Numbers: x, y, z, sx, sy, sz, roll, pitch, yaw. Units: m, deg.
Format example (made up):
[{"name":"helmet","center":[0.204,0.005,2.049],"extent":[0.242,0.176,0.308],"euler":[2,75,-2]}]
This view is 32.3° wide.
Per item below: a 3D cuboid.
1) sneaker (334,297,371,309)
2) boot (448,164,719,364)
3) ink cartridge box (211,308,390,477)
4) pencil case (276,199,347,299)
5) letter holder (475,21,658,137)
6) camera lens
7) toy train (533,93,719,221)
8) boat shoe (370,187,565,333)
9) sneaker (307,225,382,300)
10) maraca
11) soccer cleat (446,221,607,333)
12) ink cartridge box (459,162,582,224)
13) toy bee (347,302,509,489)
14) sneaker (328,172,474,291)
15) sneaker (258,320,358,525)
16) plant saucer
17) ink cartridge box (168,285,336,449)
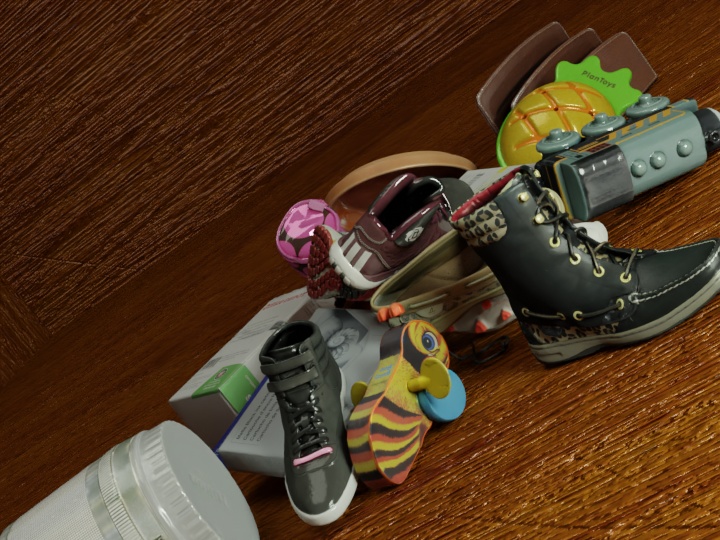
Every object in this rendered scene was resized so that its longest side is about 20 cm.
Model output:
[{"name":"sneaker","center":[-0.004,0.083,1.363],"extent":[0.201,0.082,0.078],"euler":[-54,38,-6]},{"name":"boot","center":[0.176,-0.017,0.977],"extent":[0.203,0.154,0.074],"euler":[-26,16,44]},{"name":"ink cartridge box","center":[-0.053,0.119,1.241],"extent":[0.199,0.041,0.200],"euler":[-3,41,43]},{"name":"pencil case","center":[-0.037,-0.023,1.552],"extent":[0.094,0.090,0.200],"euler":[-61,-21,-8]},{"name":"letter holder","center":[0.259,-0.234,1.577],"extent":[0.200,0.143,0.100],"euler":[-45,14,-31]},{"name":"camera lens","center":[-0.210,0.249,1.101],"extent":[0.199,0.160,0.160],"euler":[-37,12,6]},{"name":"toy train","center":[0.260,-0.111,1.211],"extent":[0.199,0.086,0.114],"euler":[-22,19,-13]},{"name":"boat shoe","center":[0.099,-0.009,1.139],"extent":[0.200,0.063,0.074],"euler":[-41,46,14]},{"name":"sneaker","center":[0.000,0.000,1.300],"extent":[0.200,0.082,0.079],"euler":[-159,76,-64]},{"name":"maraca","center":[0.240,-0.170,1.437],"extent":[0.200,0.137,0.107],"euler":[-52,-25,-20]},{"name":"soccer cleat","center":[0.150,0.008,1.195],"extent":[0.199,0.070,0.078],"euler":[-22,14,32]},{"name":"ink cartridge box","center":[0.131,-0.040,1.368],"extent":[0.145,0.084,0.200],"euler":[-41,12,-12]},{"name":"toy bee","center":[0.037,0.091,1.100],"extent":[0.131,0.109,0.200],"euler":[-33,13,31]},{"name":"sneaker","center":[0.065,-0.058,1.169],"extent":[0.200,0.076,0.116],"euler":[-35,-12,-42]},{"name":"sneaker","center":[-0.052,0.126,1.093],"extent":[0.070,0.100,0.201],"euler":[-20,37,12]},{"name":"plant saucer","center":[0.051,-0.100,1.560],"extent":[0.198,0.033,0.201],"euler":[-11,-20,-4]},{"name":"ink cartridge box","center":[-0.116,0.116,1.510],"extent":[0.200,0.085,0.146],"euler":[-45,14,-31]}]
